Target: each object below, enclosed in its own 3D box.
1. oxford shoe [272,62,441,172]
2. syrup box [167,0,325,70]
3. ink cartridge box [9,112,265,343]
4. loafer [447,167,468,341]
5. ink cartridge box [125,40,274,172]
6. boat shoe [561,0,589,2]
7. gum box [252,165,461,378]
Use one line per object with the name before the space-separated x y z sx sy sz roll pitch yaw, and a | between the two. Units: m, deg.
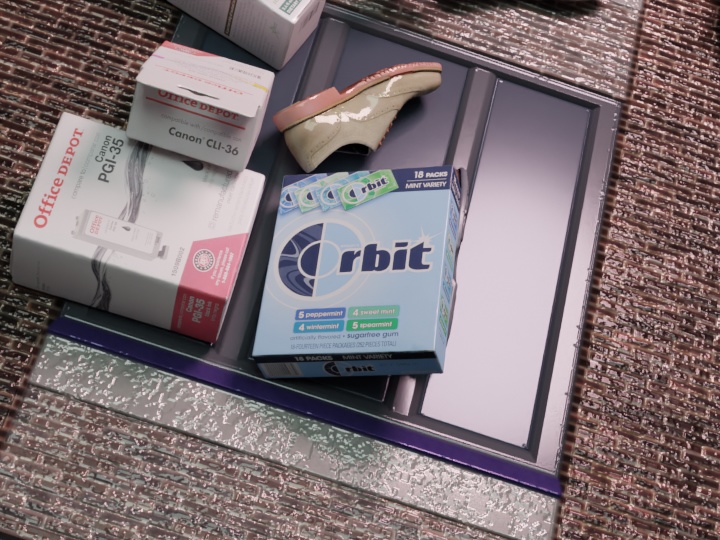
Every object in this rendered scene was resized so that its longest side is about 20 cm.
oxford shoe | 0.006 -0.155 1.502 0.198 0.071 0.075 -24 93 -26
syrup box | -0.138 -0.303 1.535 0.199 0.082 0.079 33 57 5
ink cartridge box | -0.202 -0.038 1.356 0.198 0.083 0.148 17 57 -4
loafer | 0.064 -0.017 1.421 0.062 0.072 0.202 10 60 -3
ink cartridge box | -0.148 -0.151 1.384 0.115 0.068 0.200 16 17 -3
boat shoe | 0.186 -0.333 1.649 0.197 0.057 0.068 0 99 -18
gum box | 0.000 0.000 1.368 0.168 0.045 0.202 -3 56 16
